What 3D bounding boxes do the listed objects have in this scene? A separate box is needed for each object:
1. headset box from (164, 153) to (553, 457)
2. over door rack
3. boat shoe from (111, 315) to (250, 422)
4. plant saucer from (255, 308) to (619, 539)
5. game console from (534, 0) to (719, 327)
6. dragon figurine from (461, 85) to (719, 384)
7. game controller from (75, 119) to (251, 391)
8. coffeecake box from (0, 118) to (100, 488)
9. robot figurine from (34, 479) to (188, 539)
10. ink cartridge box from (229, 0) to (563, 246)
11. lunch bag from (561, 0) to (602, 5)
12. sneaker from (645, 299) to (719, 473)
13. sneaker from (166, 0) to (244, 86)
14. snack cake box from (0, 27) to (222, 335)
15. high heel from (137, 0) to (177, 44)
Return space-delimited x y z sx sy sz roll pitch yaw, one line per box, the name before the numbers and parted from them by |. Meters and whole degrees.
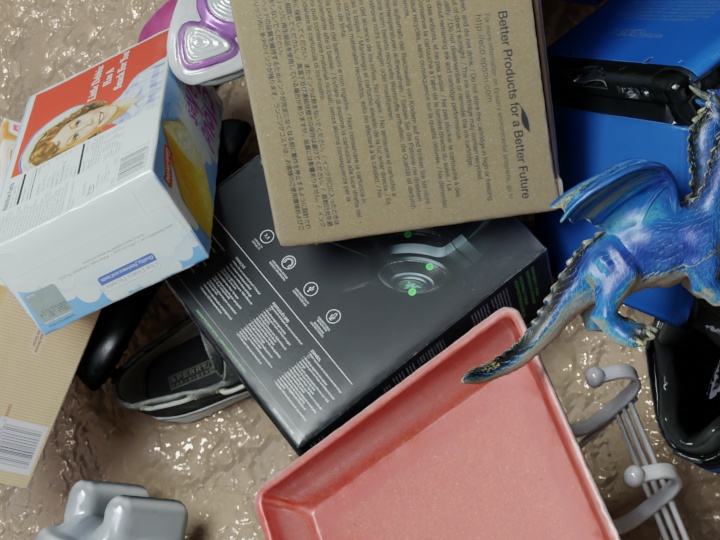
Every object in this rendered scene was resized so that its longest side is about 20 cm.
headset box | 0.000 0.000 0.962 0.200 0.093 0.174 -39 63 -7
over door rack | 0.104 0.168 0.860 0.201 0.066 0.149 -57 35 37
boat shoe | -0.078 0.050 1.050 0.199 0.064 0.071 -30 69 23
plant saucer | 0.050 0.155 0.804 0.200 0.037 0.201 -39 57 28
game console | 0.176 -0.080 0.881 0.170 0.119 0.200 -37 19 -9
dragon figurine | 0.127 -0.020 0.753 0.198 0.059 0.100 -22 97 4
game controller | -0.131 -0.011 1.048 0.201 0.042 0.104 -61 14 -14
coffeecake box | -0.233 0.018 1.060 0.201 0.072 0.154 -104 35 -54
robot figurine | -0.174 0.244 1.046 0.169 0.112 0.202 13 89 46
ink cartridge box | 0.018 -0.126 0.857 0.163 0.075 0.202 -7 115 6
lunch bag | 0.064 -0.244 0.918 0.094 0.198 0.152 152 116 -71
sneaker | 0.215 0.013 0.859 0.076 0.111 0.202 20 92 30
sneaker | -0.057 -0.176 1.022 0.075 0.100 0.200 36 58 4
snack cake box | -0.152 -0.061 0.963 0.114 0.067 0.201 -25 30 13
high heel | -0.130 -0.108 1.098 0.200 0.067 0.096 -49 53 20
